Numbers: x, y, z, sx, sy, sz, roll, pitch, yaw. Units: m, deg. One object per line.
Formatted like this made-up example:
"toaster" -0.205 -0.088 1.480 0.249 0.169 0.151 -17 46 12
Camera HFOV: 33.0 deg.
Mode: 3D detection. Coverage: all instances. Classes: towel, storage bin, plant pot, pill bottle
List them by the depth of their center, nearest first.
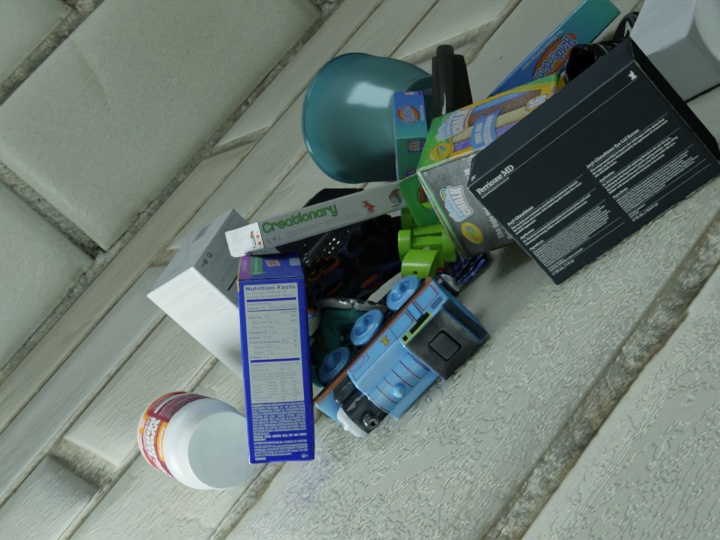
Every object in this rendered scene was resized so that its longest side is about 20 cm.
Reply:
"towel" 0.066 0.024 1.447 0.200 0.024 0.145 -43 17 10
"pill bottle" -0.198 0.209 1.494 0.110 0.110 0.200 -51 18 -16
"storage bin" -0.038 -0.037 1.708 0.135 0.094 0.200 -49 18 -11
"plant pot" 0.048 -0.221 1.790 0.188 0.200 0.200 12 58 52

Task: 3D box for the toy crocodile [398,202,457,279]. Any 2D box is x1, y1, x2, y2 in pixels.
"toy crocodile" 0.081 -0.033 1.419 0.067 0.062 0.200 -3 23 8

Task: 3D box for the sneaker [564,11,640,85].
"sneaker" 0.291 -0.247 1.435 0.071 0.083 0.200 -21 26 55

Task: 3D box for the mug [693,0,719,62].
"mug" 0.432 -0.275 1.117 0.200 0.148 0.175 11 44 33

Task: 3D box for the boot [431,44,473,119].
"boot" 0.124 -0.199 1.547 0.077 0.139 0.200 -4 -3 3

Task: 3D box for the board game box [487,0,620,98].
"board game box" 0.240 -0.268 1.574 0.200 0.045 0.152 -45 0 8

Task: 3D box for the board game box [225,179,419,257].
"board game box" -0.046 -0.061 1.423 0.200 0.035 0.126 -18 4 -23

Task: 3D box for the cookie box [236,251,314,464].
"cookie box" -0.092 0.090 1.336 0.075 0.200 0.171 -3 9 -3

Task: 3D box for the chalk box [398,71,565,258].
"chalk box" 0.142 -0.106 1.315 0.200 0.125 0.124 -17 29 25

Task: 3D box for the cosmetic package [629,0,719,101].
"cosmetic package" 0.362 -0.270 1.346 0.101 0.071 0.200 -26 26 46

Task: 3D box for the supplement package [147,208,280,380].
"supplement package" -0.156 0.040 1.621 0.121 0.200 0.120 -27 26 45

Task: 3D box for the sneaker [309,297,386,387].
"sneaker" -0.020 0.081 1.395 0.200 0.077 0.080 123 152 -65

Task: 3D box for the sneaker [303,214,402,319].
"sneaker" 0.000 0.000 1.490 0.200 0.075 0.078 -29 -28 -16

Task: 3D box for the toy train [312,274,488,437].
"toy train" 0.036 0.090 1.267 0.200 0.087 0.114 -46 25 5

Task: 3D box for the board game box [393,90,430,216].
"board game box" 0.069 -0.134 1.594 0.045 0.152 0.200 -4 24 2

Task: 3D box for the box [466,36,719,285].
"box" 0.223 -0.103 1.174 0.200 0.141 0.079 -37 20 25
